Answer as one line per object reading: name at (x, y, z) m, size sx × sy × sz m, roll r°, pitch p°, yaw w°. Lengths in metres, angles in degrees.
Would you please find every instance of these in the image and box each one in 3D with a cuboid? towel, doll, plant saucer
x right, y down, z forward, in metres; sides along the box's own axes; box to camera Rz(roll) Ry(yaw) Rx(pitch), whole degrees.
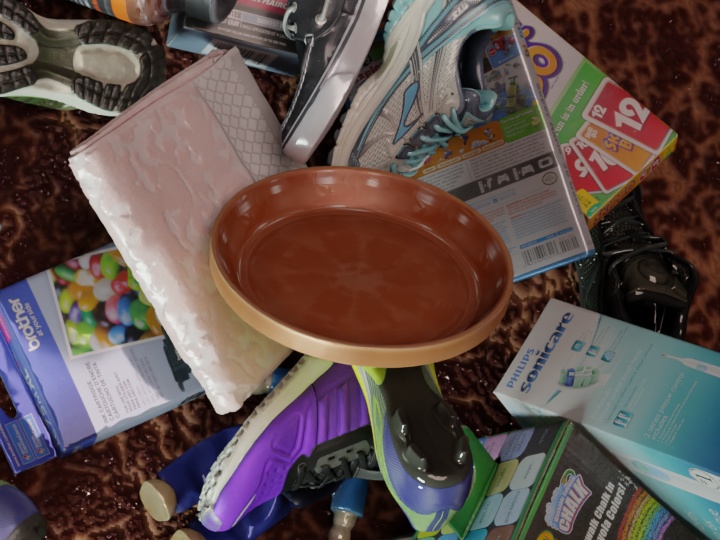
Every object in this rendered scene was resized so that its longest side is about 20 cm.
towel at (-0.091, -0.033, 1.537) m, size 0.201 × 0.032 × 0.191 m, roll 59°, pitch 41°, yaw -12°
doll at (-0.048, 0.133, 1.575) m, size 0.199 × 0.048 × 0.137 m, roll -31°, pitch 82°, yaw -25°
plant saucer at (0.000, 0.000, 1.487) m, size 0.199 × 0.201 × 0.032 m, roll -4°, pitch 127°, yaw -17°

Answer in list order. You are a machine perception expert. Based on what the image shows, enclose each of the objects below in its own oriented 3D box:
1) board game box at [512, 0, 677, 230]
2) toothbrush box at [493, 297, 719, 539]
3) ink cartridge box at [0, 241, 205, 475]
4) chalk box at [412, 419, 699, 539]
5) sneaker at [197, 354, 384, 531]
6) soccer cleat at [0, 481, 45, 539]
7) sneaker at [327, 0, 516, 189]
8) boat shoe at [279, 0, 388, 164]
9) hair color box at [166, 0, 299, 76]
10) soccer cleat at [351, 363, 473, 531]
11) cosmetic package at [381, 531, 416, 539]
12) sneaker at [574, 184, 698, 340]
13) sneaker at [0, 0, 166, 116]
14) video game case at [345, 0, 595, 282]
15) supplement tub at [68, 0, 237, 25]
board game box at (0.123, -0.125, 1.639) m, size 0.095 × 0.030 × 0.200 m, roll -42°, pitch 68°, yaw -18°
toothbrush box at (0.212, 0.113, 1.556) m, size 0.086 × 0.199 × 0.147 m, roll -56°, pitch 138°, yaw -16°
ink cartridge box at (-0.168, 0.046, 1.554) m, size 0.199 × 0.042 × 0.120 m, roll -24°, pitch 83°, yaw -17°
chalk box at (0.115, 0.188, 1.542) m, size 0.200 × 0.124 × 0.125 m, roll 42°, pitch 58°, yaw -22°
sneaker at (-0.021, 0.113, 1.525) m, size 0.099 × 0.070 × 0.200 m, roll 41°, pitch 64°, yaw 1°
soccer cleat at (-0.291, 0.218, 1.485) m, size 0.084 × 0.065 × 0.200 m, roll 38°, pitch 75°, yaw 19°
sneaker at (0.042, -0.112, 1.571) m, size 0.086 × 0.078 × 0.201 m, roll 27°, pitch 106°, yaw 17°
boat shoe at (-0.022, -0.172, 1.556) m, size 0.067 × 0.072 × 0.201 m, roll 23°, pitch 83°, yaw -3°
hair color box at (-0.068, -0.249, 1.620) m, size 0.098 × 0.061 × 0.201 m, roll 12°, pitch 78°, yaw -15°
soccer cleat at (0.023, 0.081, 1.488) m, size 0.064 × 0.084 × 0.201 m, roll -5°, pitch 47°, yaw -16°
cosmetic package at (-0.029, 0.237, 1.565) m, size 0.199 × 0.051 × 0.083 m, roll -11°, pitch 87°, yaw -19°
sneaker at (0.191, -0.024, 1.638) m, size 0.076 × 0.114 × 0.201 m, roll -7°, pitch 82°, yaw -19°
sneaker at (-0.236, -0.141, 1.537) m, size 0.199 × 0.088 × 0.077 m, roll 15°, pitch 78°, yaw -25°
video game case at (0.070, -0.084, 1.612) m, size 0.142 × 0.018 × 0.201 m, roll -20°, pitch 87°, yaw 27°
supplement tub at (-0.176, -0.229, 1.531) m, size 0.199 × 0.107 × 0.108 m, roll 20°, pitch 76°, yaw 9°
